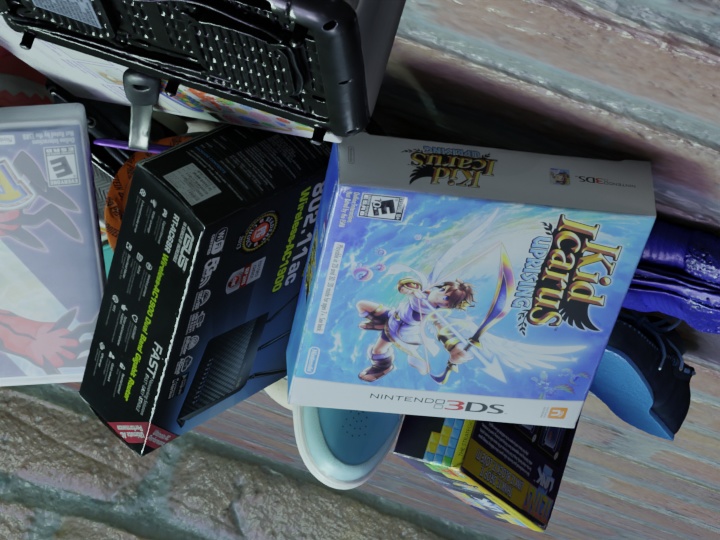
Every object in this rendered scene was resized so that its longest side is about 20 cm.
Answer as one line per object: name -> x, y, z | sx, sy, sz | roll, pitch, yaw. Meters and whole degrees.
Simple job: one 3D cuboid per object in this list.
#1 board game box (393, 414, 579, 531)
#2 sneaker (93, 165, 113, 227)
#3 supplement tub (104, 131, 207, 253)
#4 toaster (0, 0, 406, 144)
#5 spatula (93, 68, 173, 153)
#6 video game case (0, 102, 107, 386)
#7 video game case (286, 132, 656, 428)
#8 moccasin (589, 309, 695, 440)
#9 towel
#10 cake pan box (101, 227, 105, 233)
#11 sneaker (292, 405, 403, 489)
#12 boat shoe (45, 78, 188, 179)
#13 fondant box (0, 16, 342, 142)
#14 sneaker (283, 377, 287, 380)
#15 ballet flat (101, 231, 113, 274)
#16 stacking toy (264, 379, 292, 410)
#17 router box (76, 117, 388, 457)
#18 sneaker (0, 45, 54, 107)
board game box -> 0.102, 0.081, 1.692 | 0.056, 0.166, 0.200 | 14, 167, 25
sneaker -> -0.229, -0.086, 1.711 | 0.199, 0.074, 0.116 | 30, 170, -6
supplement tub -> -0.089, -0.021, 1.585 | 0.122, 0.123, 0.200 | 16, 175, 17
toaster -> -0.071, -0.149, 0.982 | 0.180, 0.119, 0.200 | 17, 169, 6
spatula -> -0.123, -0.086, 1.331 | 0.056, 0.021, 0.200 | 7, 168, -4
video game case -> -0.252, -0.009, 1.414 | 0.198, 0.183, 0.023 | -4, -149, 0
video game case -> 0.059, 0.010, 1.380 | 0.180, 0.046, 0.201 | 4, 139, -8
moccasin -> 0.194, 0.060, 1.701 | 0.080, 0.069, 0.200 | 23, 170, 20
towel -> 0.179, 0.005, 1.493 | 0.199, 0.050, 0.148 | 16, 168, 15
cake pan box -> -0.157, -0.034, 1.884 | 0.184, 0.053, 0.199 | 25, 167, -38
sneaker -> 0.015, 0.037, 1.567 | 0.079, 0.201, 0.131 | 18, 158, -8
boat shoe -> -0.206, -0.106, 1.564 | 0.199, 0.066, 0.074 | 28, 168, -37
fondant box -> -0.114, -0.134, 1.294 | 0.199, 0.059, 0.144 | 13, 168, 34
sneaker -> 0.000, 0.000, 1.508 | 0.070, 0.082, 0.200 | 45, 138, 3
ballet flat -> -0.104, -0.026, 1.734 | 0.199, 0.070, 0.069 | -12, 160, 15
stacking toy -> 0.024, 0.038, 1.797 | 0.199, 0.147, 0.146 | 7, 180, -42
router box -> -0.076, 0.000, 1.401 | 0.062, 0.149, 0.201 | 42, 137, 22
sneaker -> -0.236, -0.135, 1.388 | 0.073, 0.087, 0.200 | -5, 173, 10
